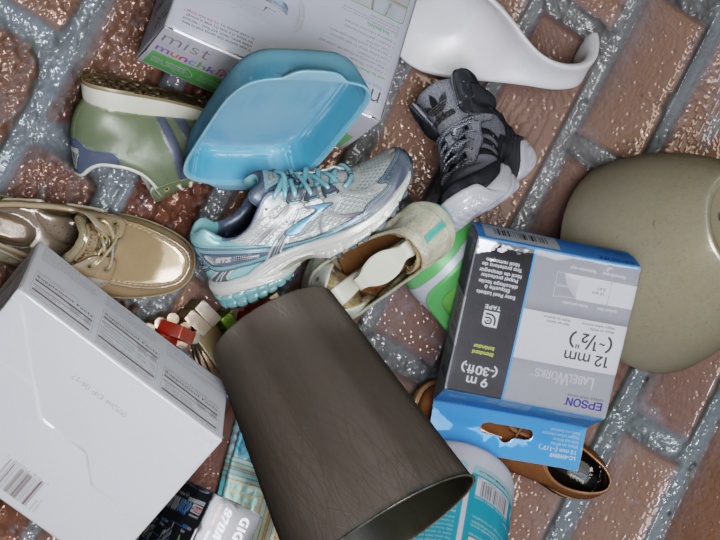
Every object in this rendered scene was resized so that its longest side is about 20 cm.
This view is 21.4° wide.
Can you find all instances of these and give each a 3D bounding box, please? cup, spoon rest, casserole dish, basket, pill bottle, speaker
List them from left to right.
[{"bbox_3d":[-0.071,-0.124,1.515,0.120,0.200,0.039,0,67,-25],"label":"casserole dish"},{"bbox_3d":[-0.027,0.127,1.529,0.136,0.180,0.201,-2,56,-53],"label":"basket"},{"bbox_3d":[0.065,0.251,1.604,0.110,0.111,0.201,28,48,-16],"label":"pill bottle"},{"bbox_3d":[0.122,-0.202,1.683,0.198,0.100,0.061,11,42,-20],"label":"spoon rest"},{"bbox_3d":[0.129,0.043,1.682,0.200,0.088,0.089,43,78,-14],"label":"speaker"},{"bbox_3d":[0.297,-0.022,1.678,0.199,0.143,0.202,9,71,-29],"label":"cup"}]

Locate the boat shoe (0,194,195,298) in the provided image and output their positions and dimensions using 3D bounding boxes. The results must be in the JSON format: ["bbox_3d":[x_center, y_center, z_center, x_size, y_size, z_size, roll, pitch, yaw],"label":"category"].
[{"bbox_3d":[-0.230,-0.018,1.574,0.198,0.064,0.072,10,87,-18],"label":"boat shoe"}]

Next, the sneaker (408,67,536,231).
[{"bbox_3d":[0.083,-0.105,1.629,0.075,0.200,0.114,-34,94,23],"label":"sneaker"}]

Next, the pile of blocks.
[{"bbox_3d":[-0.144,0.063,1.604,0.198,0.062,0.083,-13,94,-17],"label":"pile of blocks"}]

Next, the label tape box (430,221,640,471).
[{"bbox_3d":[0.144,0.073,1.613,0.142,0.066,0.202,11,100,-5],"label":"label tape box"}]

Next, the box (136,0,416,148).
[{"bbox_3d":[-0.061,-0.226,1.595,0.199,0.097,0.178,22,71,-17],"label":"box"}]

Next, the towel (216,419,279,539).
[{"bbox_3d":[-0.054,0.205,1.625,0.145,0.022,0.202,14,86,9],"label":"towel"}]

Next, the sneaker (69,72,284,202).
[{"bbox_3d":[-0.154,-0.101,1.606,0.199,0.067,0.091,12,105,-26],"label":"sneaker"}]

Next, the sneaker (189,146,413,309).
[{"bbox_3d":[-0.050,-0.050,1.555,0.199,0.078,0.087,-33,112,3],"label":"sneaker"}]

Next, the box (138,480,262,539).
[{"bbox_3d":[-0.152,0.251,1.529,0.046,0.200,0.160,27,81,-13],"label":"box"}]

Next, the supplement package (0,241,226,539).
[{"bbox_3d":[-0.232,0.109,1.523,0.200,0.111,0.156,38,106,-14],"label":"supplement package"}]

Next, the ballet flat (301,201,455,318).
[{"bbox_3d":[0.000,0.000,1.583,0.068,0.200,0.062,49,46,-5],"label":"ballet flat"}]

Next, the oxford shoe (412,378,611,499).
[{"bbox_3d":[0.139,0.148,1.694,0.199,0.071,0.072,23,85,-15],"label":"oxford shoe"}]
